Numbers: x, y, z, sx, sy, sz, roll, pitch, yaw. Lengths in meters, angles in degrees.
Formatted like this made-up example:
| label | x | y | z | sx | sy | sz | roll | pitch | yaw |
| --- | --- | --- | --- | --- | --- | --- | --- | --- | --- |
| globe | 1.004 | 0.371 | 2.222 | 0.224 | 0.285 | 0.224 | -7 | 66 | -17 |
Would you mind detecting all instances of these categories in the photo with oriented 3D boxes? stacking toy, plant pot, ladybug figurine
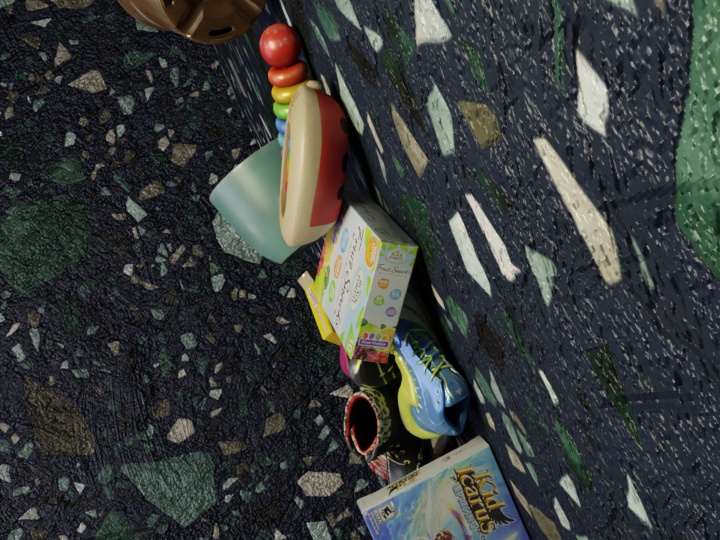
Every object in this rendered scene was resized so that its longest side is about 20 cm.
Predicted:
| label | x | y | z | sx | sy | sz | roll | pitch | yaw |
| --- | --- | --- | --- | --- | --- | --- | --- | --- | --- |
| stacking toy | -0.084 | -0.225 | 1.078 | 0.086 | 0.084 | 0.203 | -125 | 18 | -58 |
| plant pot | -0.130 | -0.111 | 1.386 | 0.162 | 0.199 | 0.201 | 54 | 174 | 0 |
| ladybug figurine | -0.056 | -0.125 | 0.984 | 0.136 | 0.071 | 0.203 | -107 | 22 | -61 |
| plant pot | -0.222 | -0.399 | 1.089 | 0.198 | 0.198 | 0.202 | 44 | 160 | 50 |

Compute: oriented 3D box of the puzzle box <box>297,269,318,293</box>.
| label | x | y | z | sx | sy | sz | roll | pitch | yaw |
| --- | --- | --- | --- | --- | --- | --- | --- | --- | --- |
| puzzle box | -0.011 | 0.080 | 1.387 | 0.201 | 0.025 | 0.133 | 52 | -158 | 15 |

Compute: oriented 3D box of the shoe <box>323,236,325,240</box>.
| label | x | y | z | sx | sy | sz | roll | pitch | yaw |
| --- | --- | --- | --- | --- | --- | --- | --- | --- | --- |
| shoe | -0.027 | -0.024 | 1.450 | 0.070 | 0.053 | 0.202 | 78 | 166 | -67 |

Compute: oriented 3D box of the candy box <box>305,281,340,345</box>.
| label | x | y | z | sx | sy | sz | roll | pitch | yaw |
| --- | --- | --- | --- | --- | --- | --- | --- | --- | --- |
| candy box | -0.001 | 0.091 | 1.313 | 0.199 | 0.026 | 0.103 | 26 | -151 | -44 |

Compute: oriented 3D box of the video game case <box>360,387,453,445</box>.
| label | x | y | z | sx | sy | sz | roll | pitch | yaw |
| --- | --- | --- | --- | --- | --- | --- | --- | --- | --- |
| video game case | 0.093 | 0.287 | 1.425 | 0.181 | 0.023 | 0.203 | -12 | 104 | 56 |

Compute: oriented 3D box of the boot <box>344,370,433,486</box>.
| label | x | y | z | sx | sy | sz | roll | pitch | yaw |
| --- | --- | --- | --- | --- | --- | --- | --- | --- | --- |
| boot | 0.034 | 0.229 | 1.071 | 0.153 | 0.072 | 0.208 | -16 | -69 | -58 |

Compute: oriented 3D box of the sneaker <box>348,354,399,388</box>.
| label | x | y | z | sx | sy | sz | roll | pitch | yaw |
| --- | --- | --- | --- | --- | --- | --- | --- | --- | --- |
| sneaker | 0.010 | 0.088 | 1.065 | 0.201 | 0.080 | 0.075 | -64 | -43 | -61 |

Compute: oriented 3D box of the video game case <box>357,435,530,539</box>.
| label | x | y | z | sx | sy | sz | roll | pitch | yaw |
| --- | --- | --- | --- | --- | --- | --- | --- | --- | --- |
| video game case | 0.117 | 0.341 | 1.028 | 0.203 | 0.179 | 0.045 | 65 | 173 | -8 |

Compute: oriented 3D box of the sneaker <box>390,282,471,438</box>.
| label | x | y | z | sx | sy | sz | roll | pitch | yaw |
| --- | --- | --- | --- | --- | --- | --- | --- | --- | --- |
| sneaker | 0.087 | 0.108 | 0.985 | 0.104 | 0.075 | 0.204 | 3 | 112 | 50 |

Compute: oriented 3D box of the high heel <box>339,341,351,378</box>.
| label | x | y | z | sx | sy | sz | roll | pitch | yaw |
| --- | --- | --- | --- | --- | --- | --- | --- | --- | --- |
| high heel | -0.002 | 0.052 | 1.181 | 0.096 | 0.066 | 0.204 | -67 | -14 | -84 |

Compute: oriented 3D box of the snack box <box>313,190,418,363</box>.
| label | x | y | z | sx | sy | sz | roll | pitch | yaw |
| --- | --- | --- | --- | --- | --- | --- | --- | --- | --- |
| snack box | 0.000 | 0.000 | 0.986 | 0.200 | 0.052 | 0.145 | -126 | 46 | -63 |

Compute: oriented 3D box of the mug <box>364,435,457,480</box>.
| label | x | y | z | sx | sy | sz | roll | pitch | yaw |
| --- | --- | --- | --- | --- | --- | --- | --- | --- | --- |
| mug | 0.073 | 0.274 | 1.269 | 0.179 | 0.132 | 0.201 | 58 | 164 | 18 |
